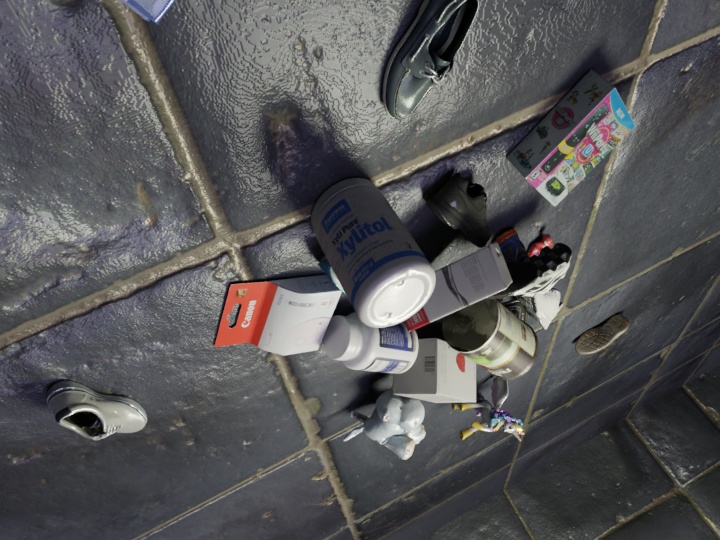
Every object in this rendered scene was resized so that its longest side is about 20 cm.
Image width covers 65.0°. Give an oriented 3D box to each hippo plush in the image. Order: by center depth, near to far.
[{"bbox_3d":[0.080,0.341,1.386,0.195,0.161,0.163,18,132,3],"label":"hippo plush"}]

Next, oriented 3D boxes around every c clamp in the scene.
[{"bbox_3d":[0.343,0.125,1.419,0.167,0.028,0.201,-21,142,5],"label":"c clamp"}]

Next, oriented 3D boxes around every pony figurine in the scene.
[{"bbox_3d":[0.376,0.416,1.679,0.195,0.196,0.169,5,130,-14],"label":"pony figurine"}]

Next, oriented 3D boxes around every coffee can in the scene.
[{"bbox_3d":[0.298,0.148,1.292,0.146,0.148,0.199,-43,132,16],"label":"coffee can"}]

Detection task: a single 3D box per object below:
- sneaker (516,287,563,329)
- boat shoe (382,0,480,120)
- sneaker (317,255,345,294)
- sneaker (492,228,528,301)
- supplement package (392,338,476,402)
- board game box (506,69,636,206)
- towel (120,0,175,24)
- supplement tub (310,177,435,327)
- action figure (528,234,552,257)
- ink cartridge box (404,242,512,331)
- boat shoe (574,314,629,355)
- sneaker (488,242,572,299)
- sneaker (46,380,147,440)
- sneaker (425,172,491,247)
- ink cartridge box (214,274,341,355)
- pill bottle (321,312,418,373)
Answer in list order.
[{"bbox_3d":[0.421,0.062,1.324,0.087,0.075,0.200,-46,143,2],"label":"sneaker"},{"bbox_3d":[0.090,-0.281,0.741,0.071,0.062,0.202,0,133,-37],"label":"boat shoe"},{"bbox_3d":[0.000,0.000,0.995,0.081,0.077,0.199,-50,148,13],"label":"sneaker"},{"bbox_3d":[0.315,0.006,1.226,0.074,0.079,0.202,-22,143,-12],"label":"sneaker"},{"bbox_3d":[0.177,0.237,1.317,0.118,0.125,0.198,-9,159,35],"label":"supplement package"},{"bbox_3d":[0.380,-0.231,1.016,0.201,0.065,0.146,-48,142,18],"label":"board game box"},{"bbox_3d":[-0.216,-0.331,0.487,0.147,0.024,0.199,-44,145,11],"label":"towel"},{"bbox_3d":[0.016,-0.028,0.857,0.129,0.202,0.134,-20,143,-16],"label":"supplement tub"},{"bbox_3d":[0.413,-0.010,1.311,0.064,0.052,0.203,-17,140,-11],"label":"action figure"},{"bbox_3d":[0.176,0.030,1.059,0.197,0.085,0.146,-26,175,21],"label":"ink cartridge box"},{"bbox_3d":[0.783,0.222,1.832,0.197,0.075,0.074,-28,144,-5],"label":"boat shoe"},{"bbox_3d":[0.337,0.026,1.141,0.196,0.075,0.090,-21,135,-5],"label":"sneaker"},{"bbox_3d":[-0.437,0.251,0.948,0.072,0.071,0.200,-37,144,7],"label":"sneaker"},{"bbox_3d":[0.199,-0.107,1.020,0.091,0.076,0.199,-52,145,9],"label":"sneaker"},{"bbox_3d":[-0.144,0.087,1.002,0.196,0.057,0.165,-9,138,-36],"label":"ink cartridge box"},{"bbox_3d":[0.018,0.144,1.133,0.198,0.112,0.112,16,123,-46],"label":"pill bottle"}]
